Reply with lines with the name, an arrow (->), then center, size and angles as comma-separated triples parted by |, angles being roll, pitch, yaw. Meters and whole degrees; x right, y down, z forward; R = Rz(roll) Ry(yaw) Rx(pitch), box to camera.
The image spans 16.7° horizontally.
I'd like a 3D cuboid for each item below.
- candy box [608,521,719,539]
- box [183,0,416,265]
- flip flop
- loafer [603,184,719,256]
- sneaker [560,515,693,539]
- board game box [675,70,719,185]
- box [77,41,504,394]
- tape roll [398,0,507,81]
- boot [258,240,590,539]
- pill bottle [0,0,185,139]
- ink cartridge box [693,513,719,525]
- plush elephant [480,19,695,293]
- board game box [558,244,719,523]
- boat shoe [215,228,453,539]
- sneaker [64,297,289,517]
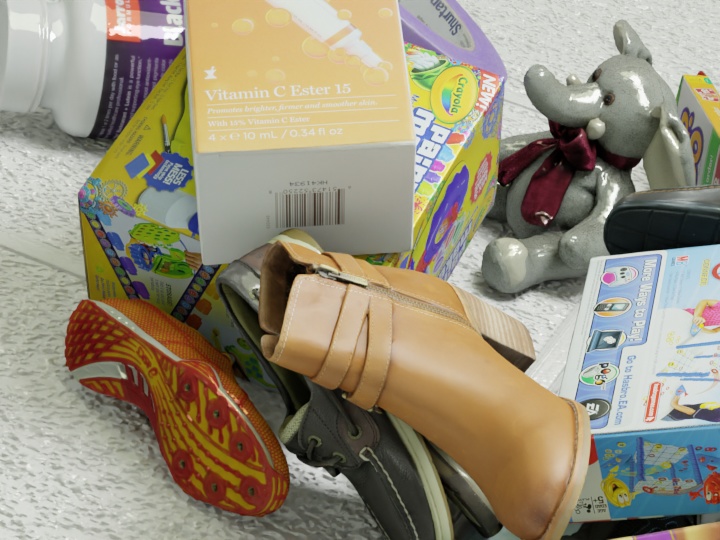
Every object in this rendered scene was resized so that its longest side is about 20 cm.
candy box -> 0.150, 0.193, 1.226 | 0.199, 0.056, 0.117 | -6, 67, -30
box -> -0.038, -0.113, 1.419 | 0.123, 0.098, 0.201 | -4, 51, -4
flip flop -> 0.066, 0.083, 1.426 | 0.081, 0.057, 0.200 | 52, 17, -15
loafer -> 0.244, -0.021, 1.457 | 0.198, 0.073, 0.073 | 9, 39, 4
sneaker -> 0.151, 0.160, 1.341 | 0.082, 0.074, 0.200 | 27, 40, 19
board game box -> 0.251, -0.064, 1.776 | 0.030, 0.096, 0.200 | 7, 27, -10
box -> -0.039, -0.044, 1.505 | 0.191, 0.122, 0.201 | 21, 53, 15
tape roll -> 0.001, -0.168, 1.679 | 0.200, 0.085, 0.200 | 39, 17, -15
boot -> 0.029, 0.056, 1.253 | 0.154, 0.077, 0.201 | 21, 30, -23
pill bottle -> -0.158, -0.147, 1.738 | 0.198, 0.112, 0.112 | 3, 28, -18
ink cartridge box -> 0.255, 0.071, 1.484 | 0.199, 0.037, 0.095 | -27, 51, -19
plush elephant -> 0.156, -0.084, 1.704 | 0.198, 0.156, 0.165 | 2, 29, -19
board game box -> 0.213, 0.054, 1.345 | 0.194, 0.056, 0.200 | -5, 28, 16
boat shoe -> -0.017, 0.078, 1.349 | 0.066, 0.072, 0.202 | -25, 85, -21
sneaker -> -0.091, 0.069, 1.400 | 0.077, 0.073, 0.200 | 0, 31, -40
